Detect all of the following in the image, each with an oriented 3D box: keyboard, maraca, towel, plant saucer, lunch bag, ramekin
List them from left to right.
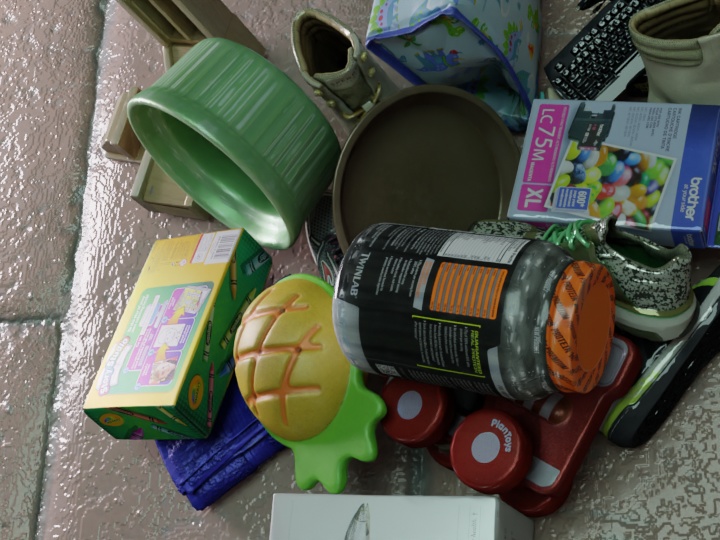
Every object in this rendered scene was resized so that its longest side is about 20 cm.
[{"bbox_3d":[-0.112,-0.121,1.189,0.199,0.201,0.098,29,71,30],"label":"ramekin"},{"bbox_3d":[-0.114,0.112,1.213,0.199,0.050,0.148,-37,61,5],"label":"towel"},{"bbox_3d":[-0.043,0.094,1.096,0.137,0.106,0.201,-49,52,28],"label":"maraca"},{"bbox_3d":[0.060,-0.066,1.148,0.202,0.199,0.029,-60,25,-9],"label":"plant saucer"},{"bbox_3d":[0.105,-0.244,1.181,0.126,0.199,0.172,-11,62,40],"label":"lunch bag"},{"bbox_3d":[0.244,-0.240,1.158,0.200,0.040,0.104,-45,59,2],"label":"keyboard"}]

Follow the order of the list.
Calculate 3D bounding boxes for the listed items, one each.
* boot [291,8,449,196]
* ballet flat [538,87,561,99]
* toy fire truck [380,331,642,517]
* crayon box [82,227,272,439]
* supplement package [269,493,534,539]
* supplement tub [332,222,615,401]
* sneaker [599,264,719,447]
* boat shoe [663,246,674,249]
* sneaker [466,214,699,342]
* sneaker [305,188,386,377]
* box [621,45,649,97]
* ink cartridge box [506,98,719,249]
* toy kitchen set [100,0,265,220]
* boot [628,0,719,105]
[{"bbox_3d":[0.013,-0.144,1.192,0.072,0.155,0.201,-36,61,5],"label":"boot"},{"bbox_3d":[0.183,-0.069,1.158,0.069,0.069,0.203,1,72,23],"label":"ballet flat"},{"bbox_3d":[0.119,0.097,1.067,0.199,0.112,0.169,27,85,38],"label":"toy fire truck"},{"bbox_3d":[-0.172,0.060,1.214,0.118,0.058,0.202,-6,52,35],"label":"crayon box"},{"bbox_3d":[0.033,0.252,1.053,0.198,0.117,0.118,-4,70,22],"label":"supplement package"},{"bbox_3d":[0.088,0.032,0.988,0.198,0.122,0.124,8,73,30],"label":"supplement tub"},{"bbox_3d":[0.249,0.054,1.067,0.083,0.072,0.201,38,87,32],"label":"sneaker"},{"bbox_3d":[0.241,-0.016,1.104,0.200,0.065,0.072,-44,79,-1],"label":"boat shoe"},{"bbox_3d":[0.181,-0.018,1.025,0.198,0.089,0.077,17,45,16],"label":"sneaker"},{"bbox_3d":[0.000,0.000,1.195,0.080,0.075,0.201,-32,60,8],"label":"sneaker"},{"bbox_3d":[0.344,-0.264,1.170,0.198,0.050,0.201,-2,68,24],"label":"box"},{"bbox_3d":[0.231,-0.083,1.073,0.198,0.042,0.121,7,68,23],"label":"ink cartridge box"},{"bbox_3d":[-0.230,-0.186,1.310,0.161,0.180,0.202,9,73,27],"label":"toy kitchen set"},{"bbox_3d":[0.332,-0.166,1.070,0.198,0.155,0.073,-1,53,24],"label":"boot"}]
